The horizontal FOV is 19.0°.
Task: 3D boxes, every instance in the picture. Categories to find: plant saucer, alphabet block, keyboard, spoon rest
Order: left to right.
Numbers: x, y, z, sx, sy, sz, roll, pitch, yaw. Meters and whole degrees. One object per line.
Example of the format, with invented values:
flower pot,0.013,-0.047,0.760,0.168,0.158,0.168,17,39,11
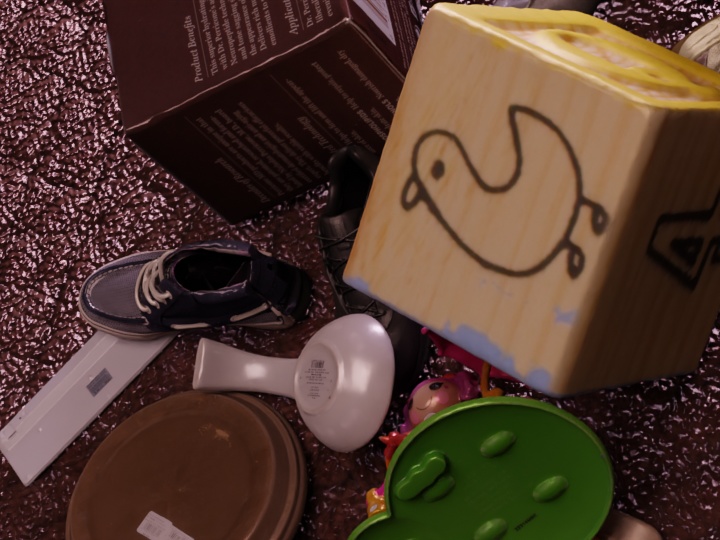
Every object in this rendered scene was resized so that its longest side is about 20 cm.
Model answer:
keyboard,-0.212,0.085,1.725,0.200,0.011,0.056,-45,61,6
plant saucer,-0.135,0.171,1.608,0.200,0.029,0.200,-13,53,18
spoon rest,-0.040,0.077,1.570,0.200,0.061,0.099,5,85,49
alphabet block,0.139,-0.051,1.434,0.195,0.196,0.200,28,110,31

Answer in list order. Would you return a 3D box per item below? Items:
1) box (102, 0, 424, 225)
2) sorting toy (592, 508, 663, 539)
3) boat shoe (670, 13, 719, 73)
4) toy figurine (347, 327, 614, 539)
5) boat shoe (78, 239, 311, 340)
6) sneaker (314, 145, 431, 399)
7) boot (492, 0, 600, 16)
box,-0.067,-0.170,1.649,0.200,0.164,0.166,-24,56,19
sorting toy,0.086,0.227,1.482,0.200,0.036,0.185,20,80,33
boat shoe,0.315,-0.173,1.509,0.200,0.073,0.065,-31,72,15
toy figurine,0.072,0.110,1.482,0.200,0.150,0.184,-40,25,22
boat shoe,-0.145,0.008,1.659,0.200,0.093,0.075,-5,71,23
sneaker,0.000,0.000,1.593,0.076,0.091,0.200,-16,64,20
boot,0.178,-0.220,1.608,0.182,0.073,0.200,28,78,32
